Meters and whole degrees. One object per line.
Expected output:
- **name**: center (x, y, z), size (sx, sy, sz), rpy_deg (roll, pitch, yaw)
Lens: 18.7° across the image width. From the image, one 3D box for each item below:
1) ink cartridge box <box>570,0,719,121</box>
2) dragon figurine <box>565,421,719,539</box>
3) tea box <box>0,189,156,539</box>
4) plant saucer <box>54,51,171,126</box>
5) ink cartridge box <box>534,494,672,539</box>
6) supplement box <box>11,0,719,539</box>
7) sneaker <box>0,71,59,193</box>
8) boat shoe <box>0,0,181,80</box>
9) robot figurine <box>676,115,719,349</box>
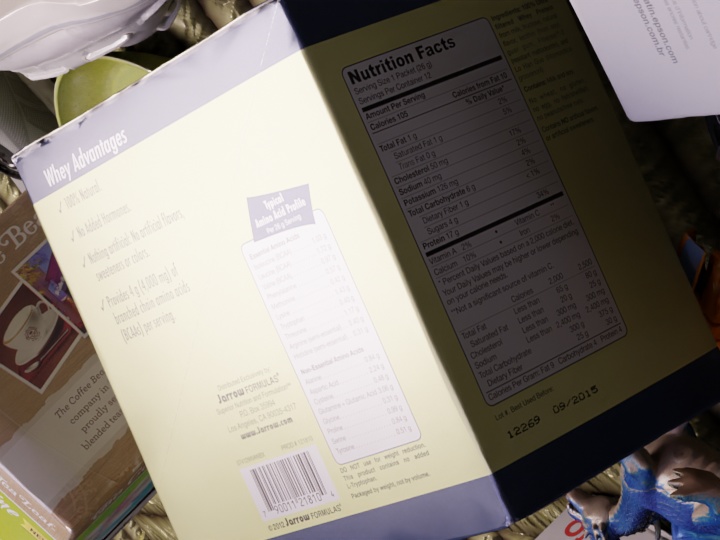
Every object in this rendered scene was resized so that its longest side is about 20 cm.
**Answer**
- **ink cartridge box**: center (0.133, -0.137, 0.650), size (0.200, 0.043, 0.196), rpy_deg (-4, 131, 37)
- **dragon figurine**: center (0.164, 0.109, 0.981), size (0.200, 0.059, 0.099), rpy_deg (19, 148, 49)
- **tea box**: center (-0.134, 0.042, 1.077), size (0.134, 0.200, 0.197), rpy_deg (42, 155, 4)
- **plant saucer**: center (-0.075, -0.041, 1.132), size (0.200, 0.031, 0.200), rpy_deg (34, 154, 19)
- **ink cartridge box**: center (0.096, 0.220, 1.065), size (0.084, 0.200, 0.145), rpy_deg (52, 167, -25)
- **supplement box**: center (0.000, 0.000, 0.853), size (0.200, 0.134, 0.200), rpy_deg (-23, 91, 49)
- **sneaker**: center (-0.206, -0.090, 1.191), size (0.074, 0.079, 0.200), rpy_deg (17, 146, 40)
- **boat shoe**: center (-0.122, -0.131, 1.021), size (0.068, 0.072, 0.200), rpy_deg (17, 152, -38)
- **robot figurine**: center (0.177, 0.006, 0.804), size (0.145, 0.058, 0.200), rpy_deg (33, 154, 18)
